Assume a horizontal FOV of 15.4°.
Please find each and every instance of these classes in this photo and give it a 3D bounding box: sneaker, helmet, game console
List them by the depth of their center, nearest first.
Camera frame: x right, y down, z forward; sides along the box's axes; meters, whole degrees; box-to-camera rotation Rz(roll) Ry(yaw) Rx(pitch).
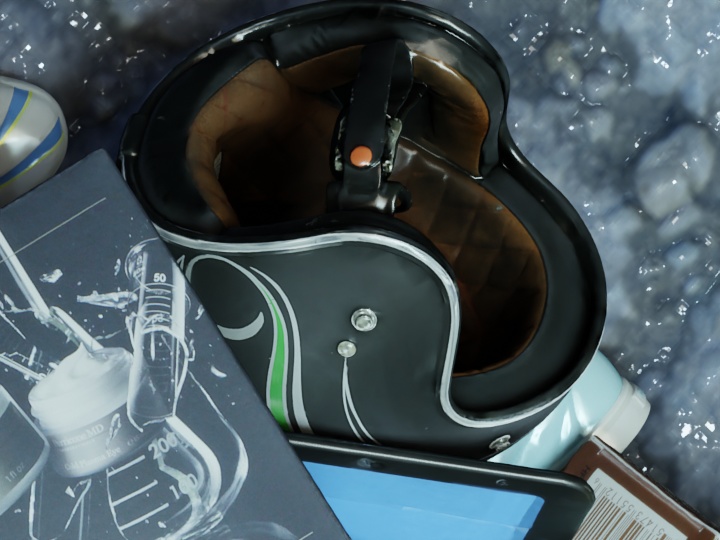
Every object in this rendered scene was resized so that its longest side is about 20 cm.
[{"bbox_3d":[-0.216,-0.034,1.126,0.199,0.105,0.076,-13,106,-12],"label":"sneaker"},{"bbox_3d":[-0.018,0.156,1.135,0.199,0.116,0.177,9,90,-8],"label":"game console"},{"bbox_3d":[0.000,0.000,1.150,0.199,0.200,0.191,-31,135,-7],"label":"helmet"},{"bbox_3d":[0.040,0.104,1.256,0.200,0.074,0.082,-45,99,-9],"label":"sneaker"}]

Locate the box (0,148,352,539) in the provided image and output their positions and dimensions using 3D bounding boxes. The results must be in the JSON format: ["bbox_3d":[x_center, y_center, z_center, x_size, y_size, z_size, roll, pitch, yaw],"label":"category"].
[{"bbox_3d":[-0.130,0.090,1.006,0.199,0.104,0.183,-32,79,-7],"label":"box"}]

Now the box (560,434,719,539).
[{"bbox_3d":[0.168,0.164,1.250,0.075,0.100,0.200,-52,133,0],"label":"box"}]
